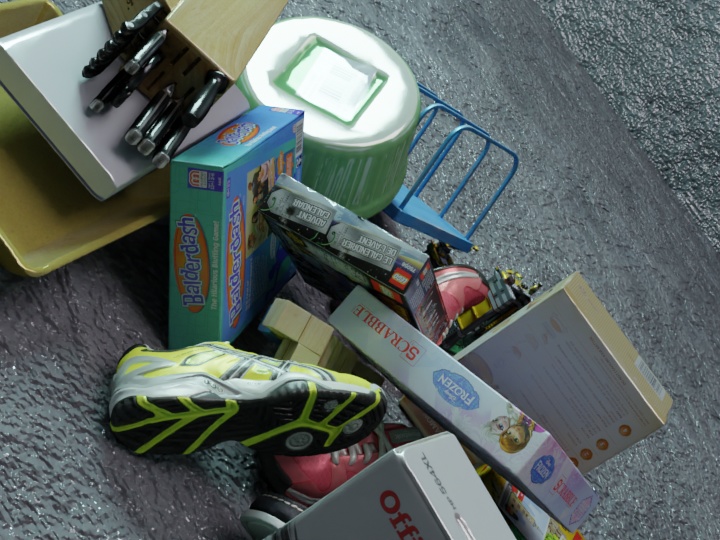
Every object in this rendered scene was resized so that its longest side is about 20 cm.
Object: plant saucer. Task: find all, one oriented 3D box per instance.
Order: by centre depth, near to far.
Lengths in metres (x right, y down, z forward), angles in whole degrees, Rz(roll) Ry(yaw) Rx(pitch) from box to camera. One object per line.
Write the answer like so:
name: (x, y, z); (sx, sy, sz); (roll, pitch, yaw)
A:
plant saucer: (-0.242, -0.093, 0.895); (0.200, 0.048, 0.200); (54, 32, 1)

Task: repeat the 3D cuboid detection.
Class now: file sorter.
file sorter: (0.051, -0.135, 1.351); (0.139, 0.123, 0.200); (22, 16, -50)

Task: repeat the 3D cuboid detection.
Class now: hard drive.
hard drive: (-0.178, -0.142, 0.950); (0.132, 0.025, 0.200); (50, 34, -3)

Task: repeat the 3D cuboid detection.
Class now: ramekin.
ramekin: (-0.039, -0.150, 1.195); (0.200, 0.098, 0.200); (10, 51, -12)

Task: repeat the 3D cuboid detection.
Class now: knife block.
knife block: (-0.120, -0.152, 0.948); (0.200, 0.064, 0.176); (5, 56, -49)

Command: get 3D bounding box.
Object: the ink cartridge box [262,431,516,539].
ink cartridge box: (0.003, 0.212, 0.753); (0.146, 0.200, 0.084); (59, 24, 14)

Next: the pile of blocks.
pile of blocks: (-0.049, 0.077, 0.993); (0.082, 0.062, 0.200); (23, -12, 23)

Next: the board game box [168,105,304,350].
board game box: (-0.097, -0.038, 1.003); (0.045, 0.152, 0.200); (9, 20, 12)

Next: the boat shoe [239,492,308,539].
boat shoe: (-0.007, 0.199, 0.898); (0.200, 0.076, 0.060); (44, 64, -40)

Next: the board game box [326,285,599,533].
board game box: (0.086, 0.114, 0.997); (0.200, 0.041, 0.200); (37, -5, 30)

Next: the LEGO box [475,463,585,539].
LEGO box: (0.122, 0.255, 1.066); (0.149, 0.077, 0.200); (54, 23, 4)

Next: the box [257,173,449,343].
box: (0.000, 0.000, 1.034); (0.137, 0.040, 0.200); (29, -10, 16)

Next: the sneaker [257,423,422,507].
sneaker: (0.001, 0.140, 0.973); (0.200, 0.087, 0.074); (26, 34, -46)

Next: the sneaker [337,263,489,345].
sneaker: (0.059, 0.048, 1.249); (0.200, 0.074, 0.087); (-6, 73, -45)

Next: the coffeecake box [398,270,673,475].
coffeecake box: (0.163, 0.123, 1.172); (0.154, 0.200, 0.073); (54, 24, 2)

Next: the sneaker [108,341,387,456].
sneaker: (-0.075, 0.081, 0.874); (0.200, 0.075, 0.076); (7, 39, -22)

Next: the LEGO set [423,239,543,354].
LEGO set: (0.160, 0.030, 1.400); (0.200, 0.116, 0.154); (34, 30, -37)

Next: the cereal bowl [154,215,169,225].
cereal bowl: (-0.181, -0.141, 1.058); (0.200, 0.083, 0.200); (42, 25, -24)
